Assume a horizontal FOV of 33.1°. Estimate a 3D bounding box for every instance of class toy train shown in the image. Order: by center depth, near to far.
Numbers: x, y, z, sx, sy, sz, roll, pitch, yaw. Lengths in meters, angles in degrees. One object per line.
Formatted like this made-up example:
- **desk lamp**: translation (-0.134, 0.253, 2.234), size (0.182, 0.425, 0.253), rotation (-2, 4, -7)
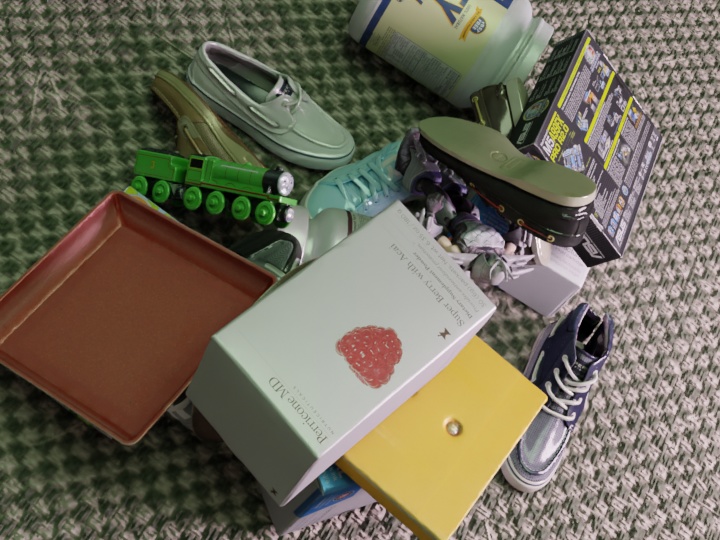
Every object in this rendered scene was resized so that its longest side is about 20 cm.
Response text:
- **toy train**: translation (-0.142, -0.082, 1.170), size (0.042, 0.199, 0.057), rotation (10, 92, -58)

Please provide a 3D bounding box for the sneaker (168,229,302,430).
- **sneaker**: translation (-0.116, 0.062, 1.130), size (0.075, 0.116, 0.200), rotation (28, 70, 29)

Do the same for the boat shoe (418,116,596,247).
- **boat shoe**: translation (0.130, -0.087, 1.144), size (0.201, 0.063, 0.073), rotation (32, 42, 32)

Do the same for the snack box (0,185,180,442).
- **snack box**: translation (-0.224, 0.037, 1.135), size (0.142, 0.053, 0.200), rotation (37, 58, -1)

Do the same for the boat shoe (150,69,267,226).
- **boat shoe**: translation (-0.160, -0.128, 1.232), size (0.065, 0.071, 0.200), rotation (-44, 64, 1)

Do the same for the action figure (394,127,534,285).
- **action figure**: translation (0.096, -0.053, 1.182), size (0.129, 0.070, 0.200), rotation (12, 32, -34)

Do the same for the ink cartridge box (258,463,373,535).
- **ink cartridge box**: translation (0.017, 0.156, 1.105), size (0.199, 0.145, 0.084), rotation (-14, 69, -27)

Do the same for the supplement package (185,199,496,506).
- **supplement package**: translation (-0.016, 0.063, 0.942), size (0.200, 0.120, 0.121), rotation (-37, 80, -31)

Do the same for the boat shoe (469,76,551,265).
- **boat shoe**: translation (0.154, -0.098, 1.250), size (0.059, 0.072, 0.202), rotation (-12, 77, 20)

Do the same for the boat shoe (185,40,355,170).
- **boat shoe**: translation (-0.091, -0.175, 1.288), size (0.199, 0.065, 0.074), rotation (25, 54, -8)

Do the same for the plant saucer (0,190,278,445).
- **plant saucer**: translation (-0.204, 0.042, 1.053), size (0.199, 0.037, 0.200), rotation (28, 59, 23)

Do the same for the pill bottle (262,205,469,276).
- **pill bottle**: translation (0.000, 0.000, 1.209), size (0.199, 0.110, 0.110), rotation (14, 60, -14)

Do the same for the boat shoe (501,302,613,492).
- **boat shoe**: translation (0.200, 0.122, 1.233), size (0.074, 0.093, 0.201), rotation (25, 58, -8)

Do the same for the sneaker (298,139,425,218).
- **sneaker**: translation (0.022, -0.101, 1.286), size (0.199, 0.082, 0.074), rotation (-29, 76, -31)

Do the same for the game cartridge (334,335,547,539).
- **game cartridge**: translation (0.037, 0.107, 1.027), size (0.200, 0.032, 0.176), rotation (40, 57, 5)

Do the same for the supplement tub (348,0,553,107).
- **supplement tub**: translation (0.102, -0.276, 1.370), size (0.199, 0.145, 0.145), rotation (32, 57, -3)

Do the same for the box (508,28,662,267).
- **box**: translation (0.235, -0.128, 1.258), size (0.160, 0.044, 0.201), rotation (47, 47, -22)

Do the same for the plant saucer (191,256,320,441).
- **plant saucer**: translation (-0.071, 0.078, 1.086), size (0.032, 0.201, 0.200), rotation (35, 55, 18)

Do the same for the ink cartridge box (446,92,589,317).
- **ink cartridge box**: translation (0.199, -0.075, 1.340), size (0.145, 0.084, 0.201), rotation (31, 58, -2)
